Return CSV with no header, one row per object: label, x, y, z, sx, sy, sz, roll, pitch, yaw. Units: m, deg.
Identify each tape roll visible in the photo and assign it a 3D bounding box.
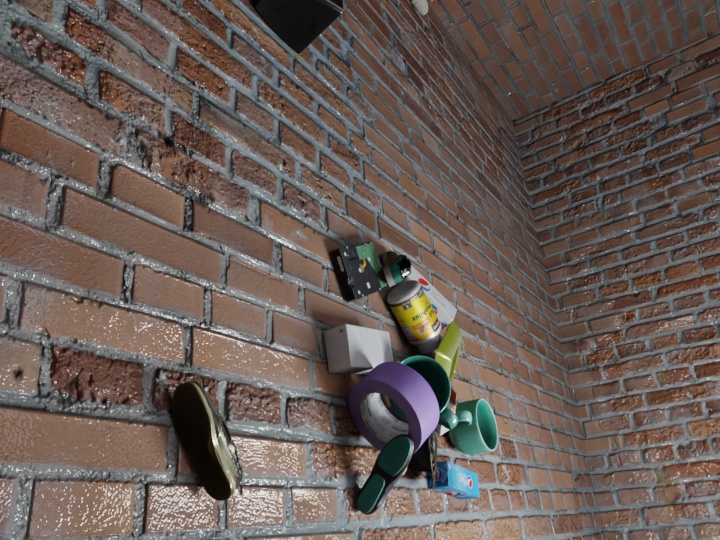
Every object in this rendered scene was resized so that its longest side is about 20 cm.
tape roll,0.076,0.318,1.353,0.085,0.198,0.202,-32,101,-46

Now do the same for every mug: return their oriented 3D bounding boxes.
mug,0.325,0.462,1.777,0.186,0.113,0.152,60,32,-18
mug,0.146,0.317,1.469,0.115,0.150,0.187,100,-22,-66

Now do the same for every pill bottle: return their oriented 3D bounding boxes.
pill bottle,0.164,0.137,1.712,0.202,0.108,0.109,61,31,-17

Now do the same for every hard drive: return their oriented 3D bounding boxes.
hard drive,0.000,0.000,1.587,0.199,0.037,0.142,-18,89,-60

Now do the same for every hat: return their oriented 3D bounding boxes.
hat,0.157,0.466,1.529,0.200,0.080,0.204,1,90,-78

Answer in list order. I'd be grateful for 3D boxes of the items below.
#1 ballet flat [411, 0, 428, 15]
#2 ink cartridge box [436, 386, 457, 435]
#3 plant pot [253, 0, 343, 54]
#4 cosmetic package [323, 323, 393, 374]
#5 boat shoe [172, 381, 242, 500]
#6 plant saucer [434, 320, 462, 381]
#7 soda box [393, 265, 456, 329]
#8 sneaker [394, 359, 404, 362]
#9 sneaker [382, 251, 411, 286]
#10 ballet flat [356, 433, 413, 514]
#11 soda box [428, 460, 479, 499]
ballet flat,0.259,-1.286,2.759,0.069,0.069,0.203,9,61,-57
ink cartridge box,0.204,0.349,1.580,0.109,0.050,0.201,51,-20,33
plant pot,-0.181,-0.750,1.580,0.176,0.199,0.202,16,59,-40
cosmetic package,0.000,0.197,1.438,0.199,0.071,0.103,19,57,-55
boat shoe,-0.252,0.276,0.978,0.065,0.072,0.203,-27,100,-71
plant saucer,0.255,0.279,1.745,0.200,0.047,0.203,-48,149,-57
soda box,0.196,0.083,1.779,0.200,0.064,0.068,44,33,-4
sneaker,0.134,0.289,1.616,0.199,0.073,0.083,8,66,-49
sneaker,0.109,-0.012,1.693,0.200,0.079,0.072,-88,157,-70
ballet flat,0.060,0.451,1.314,0.073,0.201,0.073,32,2,-1
soda box,0.266,0.595,1.665,0.199,0.064,0.069,37,44,-45
